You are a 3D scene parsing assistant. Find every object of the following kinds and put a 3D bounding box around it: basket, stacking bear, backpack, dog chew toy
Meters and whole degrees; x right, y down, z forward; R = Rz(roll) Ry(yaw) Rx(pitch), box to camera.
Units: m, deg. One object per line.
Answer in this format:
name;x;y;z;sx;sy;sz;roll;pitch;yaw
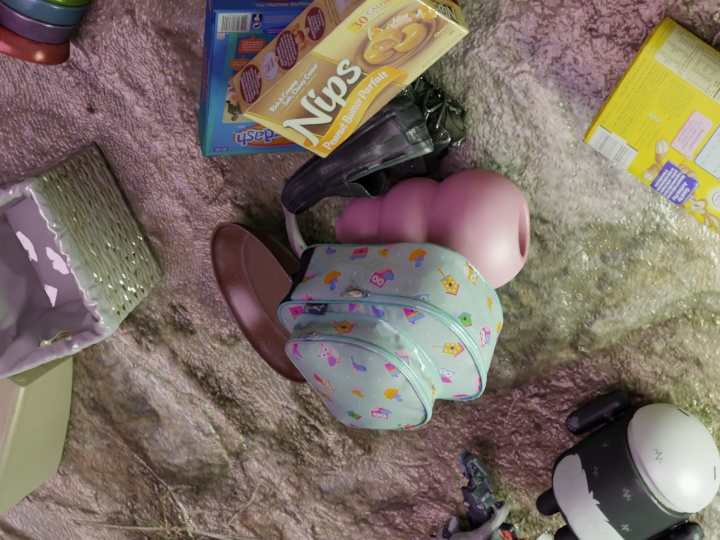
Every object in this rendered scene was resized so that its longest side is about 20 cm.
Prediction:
basket;-0.364;-0.012;1.656;0.196;0.161;0.202;-20;103;29
stacking bear;-0.334;-0.334;1.533;0.113;0.121;0.202;29;114;11
backpack;0.034;0.061;1.403;0.198;0.154;0.177;-9;133;28
dog chew toy;0.071;-0.042;1.471;0.197;0.125;0.126;2;114;18

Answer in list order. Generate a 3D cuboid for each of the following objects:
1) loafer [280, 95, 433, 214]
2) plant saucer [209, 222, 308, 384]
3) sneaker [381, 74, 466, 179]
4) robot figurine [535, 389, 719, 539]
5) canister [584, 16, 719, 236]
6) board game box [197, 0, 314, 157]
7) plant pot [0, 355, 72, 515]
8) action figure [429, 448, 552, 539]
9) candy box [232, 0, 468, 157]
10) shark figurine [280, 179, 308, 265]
loafer;-0.006;-0.101;1.444;0.200;0.068;0.071;-33;89;40
plant saucer;-0.096;0.030;1.590;0.200;0.036;0.202;42;150;32
sneaker;0.054;-0.185;1.450;0.113;0.076;0.202;3;117;20
robot figurine;0.283;0.222;1.507;0.150;0.125;0.199;41;124;-19
canister;0.329;-0.125;1.351;0.199;0.087;0.149;36;122;6
board game box;-0.080;-0.197;1.408;0.150;0.045;0.201;-4;143;-14
plant pot;-0.469;0.161;1.771;0.198;0.200;0.179;30;110;8
action figure;0.139;0.309;1.594;0.193;0.104;0.202;8;128;60
candy box;-0.011;-0.201;1.339;0.199;0.056;0.115;-38;139;27
shark figurine;-0.022;0.001;1.568;0.213;0.089;0.129;33;88;-3
